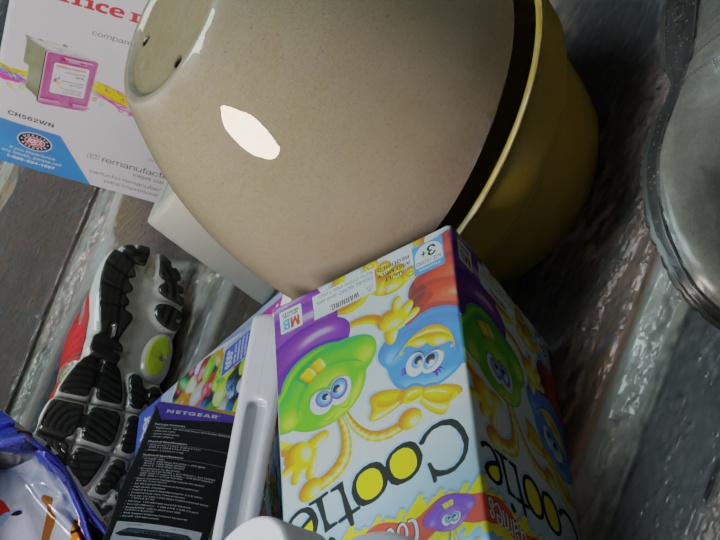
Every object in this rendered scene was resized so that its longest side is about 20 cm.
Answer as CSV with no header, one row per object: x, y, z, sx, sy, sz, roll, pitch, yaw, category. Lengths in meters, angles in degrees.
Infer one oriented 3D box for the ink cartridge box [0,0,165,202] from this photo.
-0.149,-0.141,1.751,0.200,0.144,0.085,110,174,-52,ink cartridge box

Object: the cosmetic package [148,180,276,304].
-0.024,-0.092,1.581,0.200,0.087,0.103,-51,10,28,cosmetic package

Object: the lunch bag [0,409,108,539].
-0.200,0.161,1.473,0.170,0.124,0.200,-158,64,-62,lunch bag

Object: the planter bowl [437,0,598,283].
0.061,-0.055,1.415,0.200,0.083,0.201,-44,31,37,planter bowl

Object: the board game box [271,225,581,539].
0.032,0.097,1.280,0.103,0.105,0.200,-26,40,19,board game box

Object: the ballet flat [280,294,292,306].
0.000,0.000,1.500,0.067,0.070,0.200,-1,66,63,ballet flat

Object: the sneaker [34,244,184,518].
-0.162,0.082,1.758,0.085,0.077,0.200,-46,21,56,sneaker

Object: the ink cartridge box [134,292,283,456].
-0.083,0.104,1.606,0.200,0.042,0.119,-43,33,42,ink cartridge box

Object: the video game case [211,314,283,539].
-0.052,0.148,1.396,0.200,0.023,0.182,85,-167,-60,video game case

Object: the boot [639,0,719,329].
0.190,-0.079,1.215,0.131,0.068,0.200,-32,42,41,boot

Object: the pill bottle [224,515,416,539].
0.030,0.172,1.134,0.112,0.200,0.112,-45,32,38,pill bottle

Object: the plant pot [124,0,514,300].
-0.037,-0.097,1.388,0.200,0.134,0.200,-45,31,37,plant pot

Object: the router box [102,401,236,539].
-0.096,0.190,1.388,0.157,0.052,0.200,-75,-9,-60,router box
